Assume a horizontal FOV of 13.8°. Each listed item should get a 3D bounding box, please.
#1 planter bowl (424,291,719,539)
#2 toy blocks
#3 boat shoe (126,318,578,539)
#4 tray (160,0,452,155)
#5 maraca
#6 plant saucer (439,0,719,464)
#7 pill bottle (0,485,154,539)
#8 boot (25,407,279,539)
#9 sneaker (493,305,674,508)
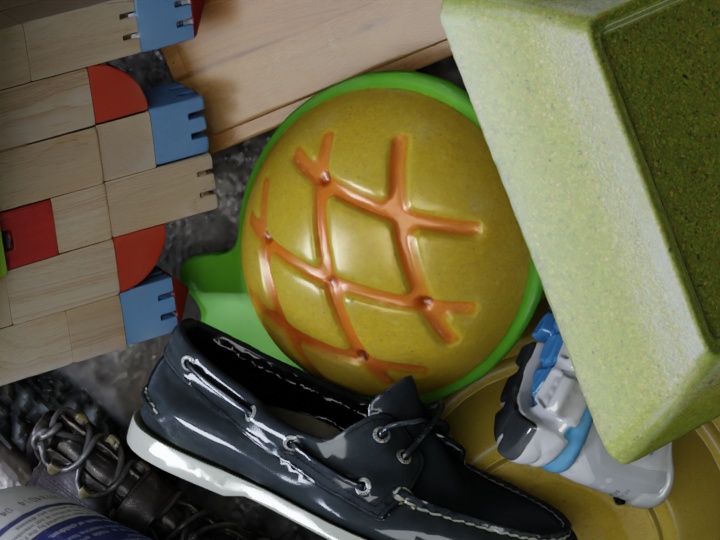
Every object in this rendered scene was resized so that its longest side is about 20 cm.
[{"bbox_3d":[0.088,0.112,1.276,0.199,0.083,0.201,2,100,12],"label":"planter bowl"},{"bbox_3d":[-0.124,-0.042,1.255,0.136,0.100,0.201,-16,114,-25],"label":"toy blocks"},{"bbox_3d":[0.001,0.070,1.213,0.199,0.074,0.066,20,107,22],"label":"boat shoe"},{"bbox_3d":[0.007,-0.132,1.274,0.199,0.037,0.099,-22,95,14],"label":"tray"},{"bbox_3d":[0.000,0.000,1.266,0.137,0.107,0.200,52,126,8],"label":"maraca"},{"bbox_3d":[0.152,-0.052,1.186,0.199,0.048,0.201,-25,96,-30],"label":"plant saucer"},{"bbox_3d":[-0.083,0.169,1.184,0.199,0.111,0.112,21,105,35],"label":"pill bottle"},{"bbox_3d":[-0.070,0.120,1.269,0.174,0.200,0.069,37,67,-2],"label":"boot"},{"bbox_3d":[0.130,0.008,1.234,0.086,0.075,0.201,31,72,-15],"label":"sneaker"}]
